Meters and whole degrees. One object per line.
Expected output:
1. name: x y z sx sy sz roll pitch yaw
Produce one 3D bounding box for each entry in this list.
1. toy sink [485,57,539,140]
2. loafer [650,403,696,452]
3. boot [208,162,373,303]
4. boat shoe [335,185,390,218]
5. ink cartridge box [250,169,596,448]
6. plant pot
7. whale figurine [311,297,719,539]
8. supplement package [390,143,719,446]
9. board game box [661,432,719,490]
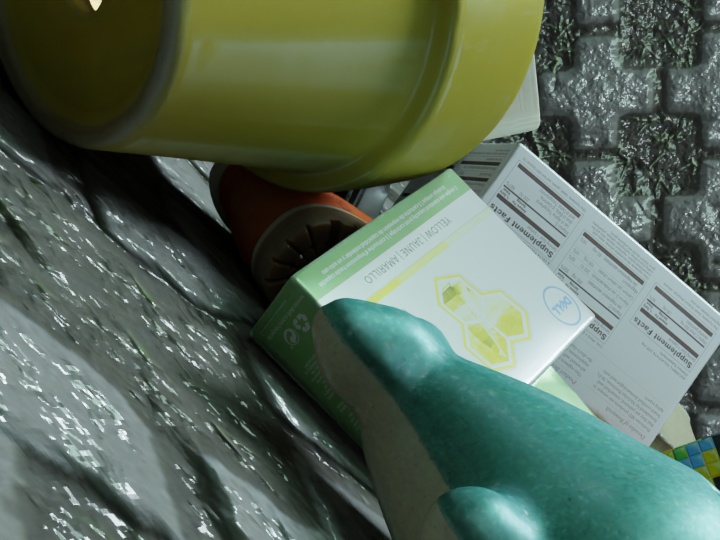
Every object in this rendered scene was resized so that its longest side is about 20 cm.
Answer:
1. toy sink: 0.008 -0.148 1.079 0.130 0.199 0.112 -118 -162 -68
2. loafer: 0.212 0.124 1.122 0.076 0.068 0.200 46 -5 -27
3. boot: 0.000 0.000 0.833 0.200 0.075 0.107 37 6 -45
4. boat shoe: -0.029 -0.077 1.145 0.066 0.070 0.200 25 16 -17
5. ink cartridge box: 0.065 0.060 0.696 0.200 0.048 0.145 45 38 8
6. plant pot: -0.052 -0.129 0.692 0.189 0.201 0.201 -12 52 -45
7. whale figurine: 0.065 0.081 0.555 0.200 0.104 0.159 55 10 19
8. supplement package: 0.121 0.015 1.075 0.200 0.111 0.156 39 -8 -17
9. board game box: 0.223 0.186 0.814 0.200 0.057 0.166 46 26 -61
